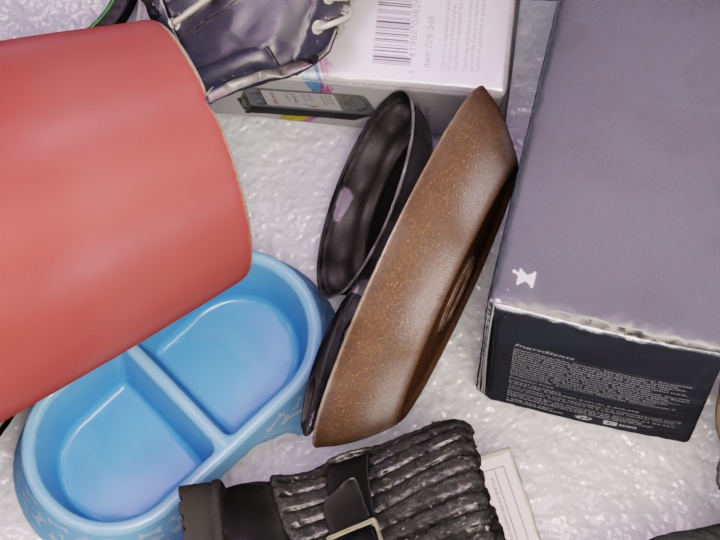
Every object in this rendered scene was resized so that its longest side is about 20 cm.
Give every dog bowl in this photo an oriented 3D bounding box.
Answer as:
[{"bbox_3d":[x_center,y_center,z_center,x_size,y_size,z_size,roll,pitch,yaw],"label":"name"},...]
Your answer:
[{"bbox_3d":[-0.097,0.068,1.566,0.200,0.050,0.111,-43,77,-9],"label":"dog bowl"}]

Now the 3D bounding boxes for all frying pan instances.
[{"bbox_3d":[0.007,-0.013,1.512,0.031,0.115,0.190,20,38,-16],"label":"frying pan"}]

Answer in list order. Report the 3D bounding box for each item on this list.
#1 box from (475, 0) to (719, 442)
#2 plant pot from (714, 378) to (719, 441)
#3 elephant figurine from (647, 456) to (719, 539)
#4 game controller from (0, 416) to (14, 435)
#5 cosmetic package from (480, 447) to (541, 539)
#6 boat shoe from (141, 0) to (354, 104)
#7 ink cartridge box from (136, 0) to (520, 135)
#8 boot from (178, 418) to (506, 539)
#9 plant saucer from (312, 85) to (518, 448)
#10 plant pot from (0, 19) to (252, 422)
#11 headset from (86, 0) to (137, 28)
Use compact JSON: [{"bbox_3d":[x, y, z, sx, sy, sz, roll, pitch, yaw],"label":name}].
[{"bbox_3d":[0.139,-0.038,1.512,0.124,0.197,0.200,12,75,6],"label":"box"},{"bbox_3d":[0.284,0.012,1.511,0.200,0.200,0.175,6,58,4],"label":"plant pot"},{"bbox_3d":[0.210,0.153,1.484,0.200,0.141,0.155,-46,112,-39],"label":"elephant figurine"},{"bbox_3d":[-0.239,0.067,1.576,0.104,0.042,0.200,32,78,10],"label":"game controller"},{"bbox_3d":[-0.002,0.172,1.522,0.200,0.073,0.104,-16,74,-2],"label":"cosmetic package"},{"bbox_3d":[-0.016,-0.158,1.535,0.200,0.075,0.093,-23,81,3],"label":"boat shoe"},{"bbox_3d":[-0.013,-0.157,1.609,0.200,0.086,0.148,6,75,5],"label":"ink cartridge box"},{"bbox_3d":[0.002,0.181,1.436,0.158,0.079,0.211,-10,71,0],"label":"boot"},{"bbox_3d":[0.034,0.005,1.492,0.037,0.200,0.201,25,76,7],"label":"plant saucer"},{"bbox_3d":[-0.161,-0.031,1.494,0.177,0.200,0.201,-20,74,-15],"label":"plant pot"},{"bbox_3d":[-0.176,-0.211,1.625,0.123,0.094,0.200,8,86,4],"label":"headset"}]
